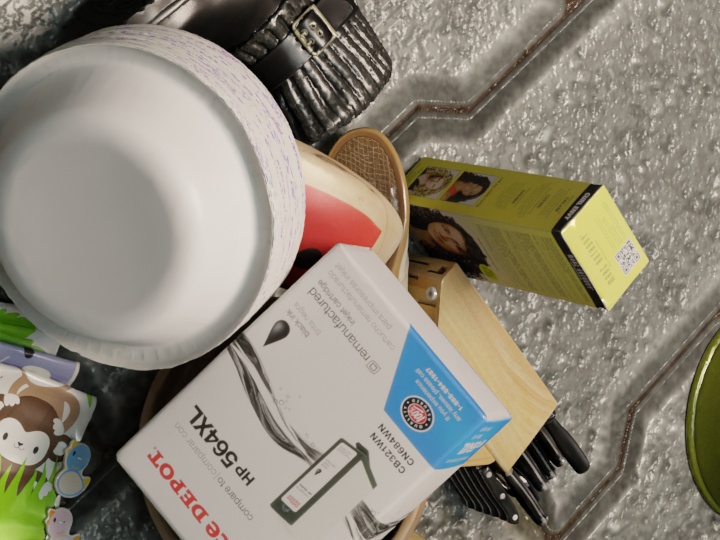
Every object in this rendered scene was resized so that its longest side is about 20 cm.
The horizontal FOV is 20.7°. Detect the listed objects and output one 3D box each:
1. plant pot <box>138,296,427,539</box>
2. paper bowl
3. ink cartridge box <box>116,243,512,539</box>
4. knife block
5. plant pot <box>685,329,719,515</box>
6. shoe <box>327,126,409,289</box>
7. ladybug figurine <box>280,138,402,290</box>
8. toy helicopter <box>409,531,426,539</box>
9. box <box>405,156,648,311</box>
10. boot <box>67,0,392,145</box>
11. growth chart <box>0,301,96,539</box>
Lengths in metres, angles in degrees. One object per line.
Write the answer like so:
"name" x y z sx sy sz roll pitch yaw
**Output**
"plant pot" -0.042 0.119 1.324 0.093 0.199 0.203 8 94 -77
"paper bowl" -0.140 -0.039 1.176 0.104 0.199 0.203 -45 128 -64
"ink cartridge box" -0.029 0.104 1.230 0.200 0.146 0.084 -43 169 10
"knife block" 0.101 0.090 1.468 0.174 0.064 0.202 -1 98 -37
"plant pot" 0.406 0.132 1.617 0.199 0.192 0.203 -6 101 -35
"shoe" 0.000 0.000 1.393 0.069 0.053 0.202 -1 95 -3
"ladybug figurine" -0.062 -0.040 1.279 0.199 0.135 0.073 28 70 -31
"toy helicopter" -0.031 0.220 1.386 0.198 0.079 0.134 -3 99 -32
"box" 0.104 -0.028 1.366 0.050 0.199 0.075 -47 120 -20
"boot" -0.077 -0.143 1.289 0.211 0.079 0.159 -37 117 -27
"growth chart" -0.231 0.114 1.257 0.144 0.018 0.202 5 95 -37
